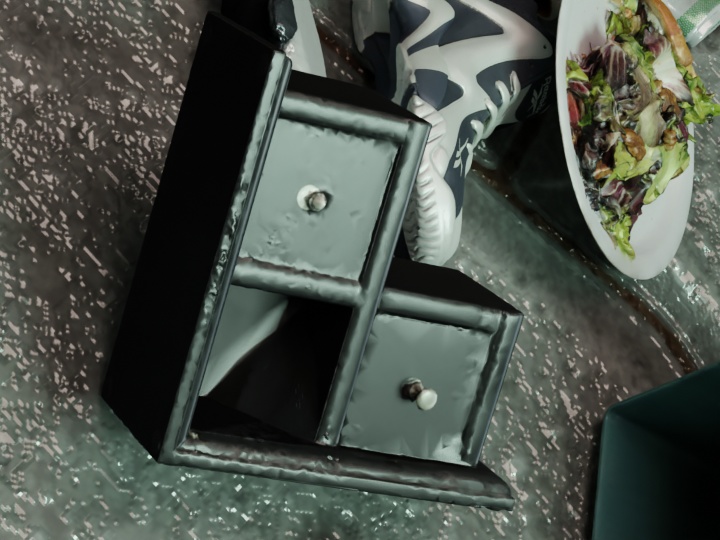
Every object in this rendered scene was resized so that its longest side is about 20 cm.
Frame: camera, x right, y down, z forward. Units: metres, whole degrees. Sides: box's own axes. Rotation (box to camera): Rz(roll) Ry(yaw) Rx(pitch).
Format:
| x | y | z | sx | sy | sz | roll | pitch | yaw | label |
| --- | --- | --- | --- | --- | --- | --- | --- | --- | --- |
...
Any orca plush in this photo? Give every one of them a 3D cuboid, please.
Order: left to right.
| x | y | z | sx | sy | sz | roll | pitch | yaw | label |
| --- | --- | --- | --- | --- | --- | --- | --- | --- | --- |
| -0.052 | -0.082 | 1.167 | 0.105 | 0.071 | 0.202 | 13 | 61 | -79 | orca plush |

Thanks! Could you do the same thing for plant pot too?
| x | y | z | sx | sy | sz | roll | pitch | yaw | label |
| --- | --- | --- | --- | --- | --- | --- | --- | --- | --- |
| 0.246 | 0.156 | 1.177 | 0.199 | 0.141 | 0.142 | 28 | 55 | -27 | plant pot |

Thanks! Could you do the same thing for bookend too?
| x | y | z | sx | sy | sz | roll | pitch | yaw | label |
| --- | --- | --- | --- | --- | --- | --- | --- | --- | --- |
| 0.000 | 0.000 | 1.057 | 0.199 | 0.092 | 0.200 | 12 | 102 | -28 | bookend |

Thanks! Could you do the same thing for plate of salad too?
| x | y | z | sx | sy | sz | roll | pitch | yaw | label |
| --- | --- | --- | --- | --- | --- | --- | --- | --- | --- |
| 0.165 | -0.096 | 1.254 | 0.200 | 0.048 | 0.202 | 14 | 74 | -59 | plate of salad |

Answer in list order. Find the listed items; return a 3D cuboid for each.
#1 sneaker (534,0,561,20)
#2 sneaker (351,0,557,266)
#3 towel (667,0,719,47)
| x | y | z | sx | sy | sz | roll | pitch | yaw | label |
| --- | --- | --- | --- | --- | --- | --- | --- | --- | --- |
| 0.141 | -0.194 | 1.323 | 0.198 | 0.073 | 0.085 | 1 | 96 | -19 | sneaker |
| 0.069 | -0.090 | 1.217 | 0.129 | 0.080 | 0.200 | 5 | 54 | -21 | sneaker |
| 0.193 | -0.256 | 1.410 | 0.200 | 0.031 | 0.149 | 51 | 51 | -1 | towel |
